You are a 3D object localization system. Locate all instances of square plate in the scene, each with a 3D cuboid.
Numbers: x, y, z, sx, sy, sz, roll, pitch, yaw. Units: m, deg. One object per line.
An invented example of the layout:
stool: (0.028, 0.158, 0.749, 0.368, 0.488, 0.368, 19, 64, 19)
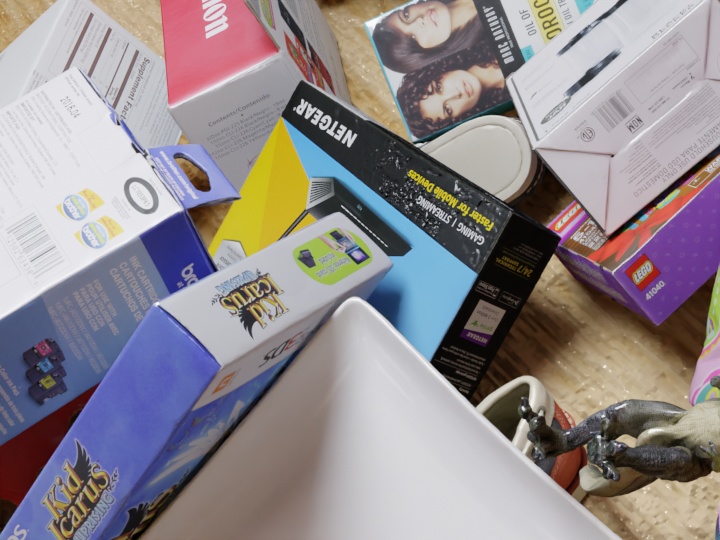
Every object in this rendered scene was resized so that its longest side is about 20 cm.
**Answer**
square plate: (0.001, 0.148, 0.757, 0.198, 0.028, 0.200, 42, 92, 25)

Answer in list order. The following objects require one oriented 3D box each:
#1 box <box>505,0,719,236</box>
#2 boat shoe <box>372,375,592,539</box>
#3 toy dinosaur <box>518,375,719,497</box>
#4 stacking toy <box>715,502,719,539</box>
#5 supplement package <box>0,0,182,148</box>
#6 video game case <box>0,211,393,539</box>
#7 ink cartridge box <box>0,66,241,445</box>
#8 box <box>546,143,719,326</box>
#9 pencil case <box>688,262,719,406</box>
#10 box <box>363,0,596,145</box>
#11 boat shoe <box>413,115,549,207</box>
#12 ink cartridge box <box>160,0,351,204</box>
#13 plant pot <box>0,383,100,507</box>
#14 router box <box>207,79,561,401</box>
box: (0.144, -0.100, 0.891, 0.116, 0.060, 0.200, -41, 12, 10)
boat shoe: (0.028, 0.135, 0.804, 0.200, 0.063, 0.071, -42, 40, -8)
toy dinosaur: (0.121, 0.072, 0.705, 0.200, 0.087, 0.048, -33, 57, 57)
stacking toy: (0.174, 0.098, 0.617, 0.109, 0.200, 0.117, -22, 59, 13)
supplement package: (-0.223, -0.057, 1.099, 0.199, 0.111, 0.157, -30, 32, 40)
video game case: (-0.086, 0.075, 0.817, 0.200, 0.045, 0.181, -54, -12, 27)
ink cartridge box: (-0.158, -0.010, 0.817, 0.199, 0.077, 0.137, -33, 49, -9)
box: (0.191, -0.063, 0.856, 0.200, 0.039, 0.137, -43, 12, -1)
pencil case: (0.206, -0.016, 0.748, 0.087, 0.087, 0.202, 16, 95, 45)
box: (0.109, -0.152, 1.017, 0.199, 0.083, 0.049, -23, -4, 8)
boat shoe: (0.027, -0.039, 1.009, 0.199, 0.063, 0.073, -21, 83, 28)
ink cartridge box: (-0.075, -0.146, 1.084, 0.083, 0.176, 0.201, -25, 38, 10)
plant pot: (-0.229, 0.077, 0.957, 0.199, 0.183, 0.201, -20, 37, 16)
router box: (0.000, 0.000, 0.920, 0.200, 0.051, 0.150, 36, 100, 46)
